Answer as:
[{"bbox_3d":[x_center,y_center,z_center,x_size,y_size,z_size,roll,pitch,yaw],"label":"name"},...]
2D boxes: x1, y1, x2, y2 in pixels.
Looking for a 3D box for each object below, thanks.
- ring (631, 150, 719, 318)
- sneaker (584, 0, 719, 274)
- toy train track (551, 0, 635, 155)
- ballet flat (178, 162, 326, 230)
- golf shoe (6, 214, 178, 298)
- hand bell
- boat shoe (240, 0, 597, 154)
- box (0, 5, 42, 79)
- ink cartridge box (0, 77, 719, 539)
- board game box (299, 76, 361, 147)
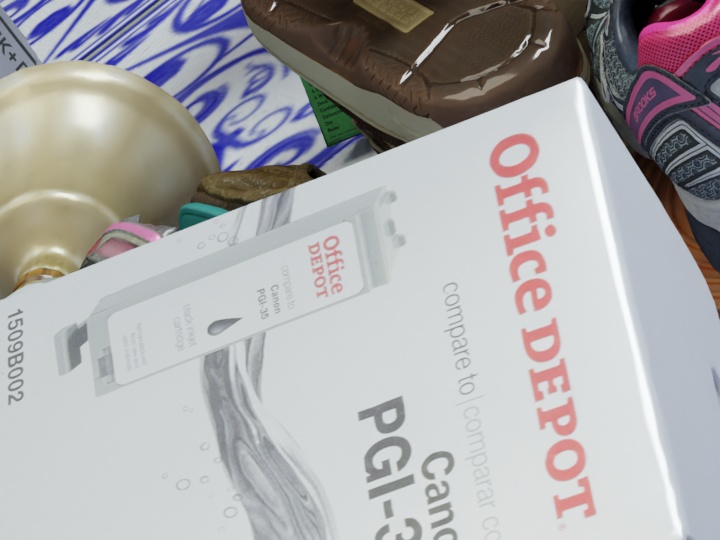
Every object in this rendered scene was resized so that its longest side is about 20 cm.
[{"bbox_3d":[0.155,-0.049,0.828,0.200,0.019,0.201,-31,21,14],"label":"ring"},{"bbox_3d":[0.099,-0.070,0.828,0.080,0.075,0.200,-34,20,5],"label":"sneaker"},{"bbox_3d":[0.044,-0.097,0.983,0.115,0.033,0.200,-47,54,11],"label":"toy train track"},{"bbox_3d":[0.000,0.000,0.924,0.072,0.068,0.200,-19,13,-12],"label":"ballet flat"},{"bbox_3d":[-0.038,0.050,0.801,0.092,0.073,0.200,-36,31,-26],"label":"golf shoe"},{"bbox_3d":[-0.102,0.011,0.961,0.104,0.104,0.200,-31,17,13],"label":"hand bell"},{"bbox_3d":[0.018,-0.062,0.919,0.075,0.075,0.202,-32,31,-2],"label":"boat shoe"},{"bbox_3d":[-0.208,-0.046,1.261,0.200,0.117,0.060,-15,28,42],"label":"box"},{"bbox_3d":[-0.015,0.061,0.668,0.199,0.083,0.147,-21,44,13],"label":"ink cartridge box"},{"bbox_3d":[0.047,-0.120,1.033,0.200,0.105,0.023,-18,8,38],"label":"board game box"}]
